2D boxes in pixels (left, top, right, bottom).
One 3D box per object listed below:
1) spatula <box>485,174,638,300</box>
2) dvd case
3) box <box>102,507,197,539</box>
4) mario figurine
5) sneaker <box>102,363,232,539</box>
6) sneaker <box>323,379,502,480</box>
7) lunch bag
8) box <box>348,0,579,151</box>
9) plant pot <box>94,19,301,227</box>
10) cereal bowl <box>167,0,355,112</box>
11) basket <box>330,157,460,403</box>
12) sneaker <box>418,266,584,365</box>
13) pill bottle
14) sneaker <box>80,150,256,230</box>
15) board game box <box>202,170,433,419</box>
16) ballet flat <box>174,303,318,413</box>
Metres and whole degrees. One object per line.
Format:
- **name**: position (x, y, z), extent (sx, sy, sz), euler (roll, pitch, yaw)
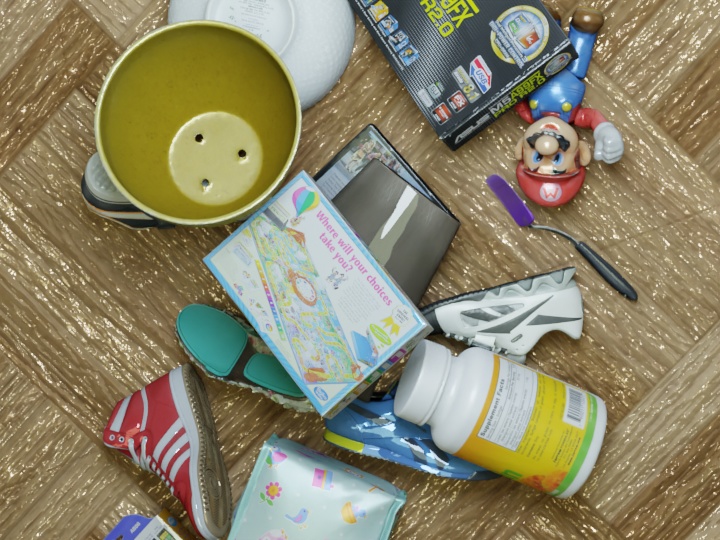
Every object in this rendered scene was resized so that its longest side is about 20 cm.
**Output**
- **spatula**: position (0.209, -0.032, 1.718), extent (0.199, 0.057, 0.021), euler (36, 79, -4)
- **dvd case**: position (-0.013, -0.036, 1.755), extent (0.200, 0.018, 0.143), euler (-42, 89, 9)
- **box**: position (-0.200, 0.354, 1.803), extent (0.200, 0.041, 0.119), euler (44, 98, 4)
- **mario figurine**: position (0.196, -0.165, 1.669), extent (0.105, 0.123, 0.203), euler (5, 89, -37)
- **sneaker**: position (-0.205, 0.206, 1.743), extent (0.112, 0.071, 0.202), euler (-24, 55, 12)
- **sneaker**: position (0.060, 0.164, 1.740), extent (0.198, 0.066, 0.079), euler (16, 97, 5)
- **lunch bag**: position (-0.059, 0.296, 1.739), extent (0.169, 0.122, 0.202), euler (21, 92, 2)
- **box**: position (0.100, -0.246, 1.672), extent (0.160, 0.044, 0.201), euler (-36, 67, 10)
- **plant pot**: position (-0.152, -0.127, 1.642), extent (0.197, 0.142, 0.202), euler (0, 78, 2)
- **cereal bowl**: position (-0.107, -0.255, 1.714), extent (0.198, 0.083, 0.203), euler (1, 96, 8)
- **basket**: position (0.000, 0.000, 1.683), extent (0.180, 0.136, 0.201), euler (39, 95, 20)
- **sneaker**: position (0.135, 0.060, 1.718), extent (0.198, 0.074, 0.090), euler (-13, 92, 8)
- **pill bottle**: position (0.139, 0.145, 1.687), extent (0.198, 0.111, 0.112), euler (23, 98, -9)
- **sneaker**: position (-0.195, -0.085, 1.748), extent (0.198, 0.079, 0.079), euler (7, 67, -18)
- **board game box**: position (-0.042, 0.023, 1.606), extent (0.134, 0.034, 0.201), euler (-40, 72, 5)
- **ballet flat**: position (-0.112, 0.100, 1.748), extent (0.199, 0.064, 0.076), euler (28, 76, 28)
